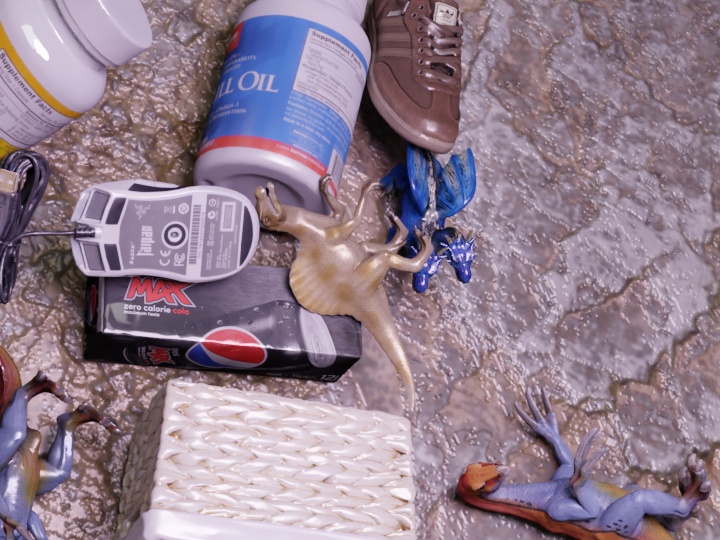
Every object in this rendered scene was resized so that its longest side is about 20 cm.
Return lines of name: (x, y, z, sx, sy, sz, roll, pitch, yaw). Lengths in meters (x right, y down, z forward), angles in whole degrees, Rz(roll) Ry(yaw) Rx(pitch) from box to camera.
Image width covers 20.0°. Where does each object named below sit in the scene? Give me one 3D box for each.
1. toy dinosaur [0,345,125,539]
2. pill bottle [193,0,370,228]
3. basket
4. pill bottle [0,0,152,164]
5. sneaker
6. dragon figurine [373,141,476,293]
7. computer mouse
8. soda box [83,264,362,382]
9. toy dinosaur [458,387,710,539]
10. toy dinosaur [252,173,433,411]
toy dinosaur: (-0.241, 0.168, 1.422, 0.182, 0.200, 0.105, -56, 133, -7)
pill bottle: (-0.054, -0.142, 1.578, 0.112, 0.112, 0.200, 19, 63, -12)
basket: (-0.067, 0.165, 1.438, 0.200, 0.136, 0.124, 11, 61, -16)
pill bottle: (-0.249, -0.140, 1.419, 0.200, 0.113, 0.113, -30, 78, 15)
sneaker: (0.047, -0.177, 1.608, 0.070, 0.076, 0.200, 16, 37, -25)
dragon figurine: (0.054, -0.066, 1.594, 0.059, 0.099, 0.200, 8, 66, -18)
computer mouse: (-0.170, -0.027, 1.447, 0.200, 0.044, 0.110, 2, 101, -25)
soda box: (-0.101, 0.035, 1.516, 0.200, 0.063, 0.071, 6, 67, -18)
toy dinosaur: (0.170, 0.182, 1.541, 0.181, 0.105, 0.200, -13, 85, -4)
toy dinosaur: (0.000, 0.000, 1.509, 0.101, 0.058, 0.200, -41, 101, -8)
